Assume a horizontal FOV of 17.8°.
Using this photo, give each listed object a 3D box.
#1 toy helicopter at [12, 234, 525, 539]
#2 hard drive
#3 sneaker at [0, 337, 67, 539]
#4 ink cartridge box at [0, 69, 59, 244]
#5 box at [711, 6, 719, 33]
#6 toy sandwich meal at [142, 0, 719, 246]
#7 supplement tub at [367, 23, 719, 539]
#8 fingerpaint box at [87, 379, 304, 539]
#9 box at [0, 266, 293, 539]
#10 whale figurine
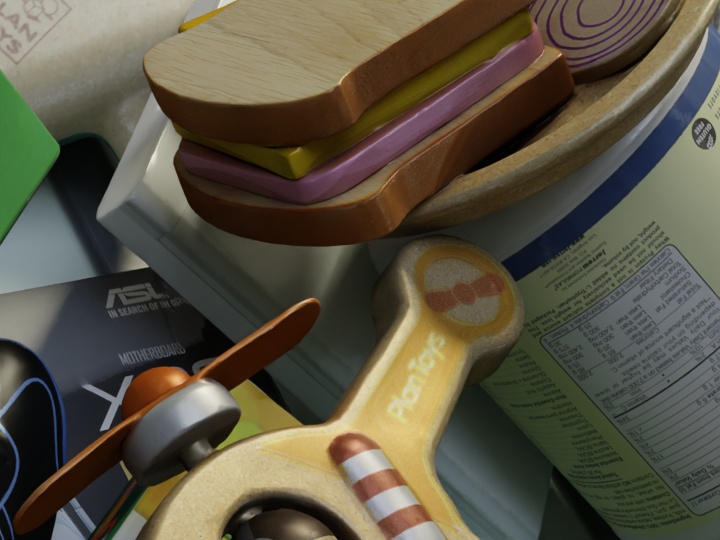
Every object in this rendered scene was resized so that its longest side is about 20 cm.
[{"bbox_3d":[-0.009,0.054,0.646,0.132,0.079,0.200,30,43,-1],"label":"toy helicopter"},{"bbox_3d":[0.000,0.000,0.841,0.200,0.026,0.132,42,39,-21],"label":"hard drive"},{"bbox_3d":[-0.127,0.081,0.654,0.070,0.078,0.200,22,45,-4],"label":"sneaker"},{"bbox_3d":[-0.200,0.015,0.647,0.083,0.146,0.200,55,47,-34],"label":"ink cartridge box"},{"bbox_3d":[0.084,-0.144,0.965,0.200,0.117,0.060,37,83,-20],"label":"box"},{"bbox_3d":[0.021,-0.084,0.751,0.070,0.204,0.206,59,32,-31],"label":"toy sandwich meal"},{"bbox_3d":[0.115,0.013,0.822,0.200,0.145,0.145,47,41,-16],"label":"supplement tub"},{"bbox_3d":[-0.013,0.159,0.666,0.200,0.073,0.167,38,54,-6],"label":"fingerpaint box"},{"bbox_3d":[-0.109,0.083,0.752,0.199,0.050,0.158,-10,56,-32],"label":"box"},{"bbox_3d":[-0.133,-0.088,0.886,0.159,0.104,0.200,41,67,-3],"label":"whale figurine"}]
